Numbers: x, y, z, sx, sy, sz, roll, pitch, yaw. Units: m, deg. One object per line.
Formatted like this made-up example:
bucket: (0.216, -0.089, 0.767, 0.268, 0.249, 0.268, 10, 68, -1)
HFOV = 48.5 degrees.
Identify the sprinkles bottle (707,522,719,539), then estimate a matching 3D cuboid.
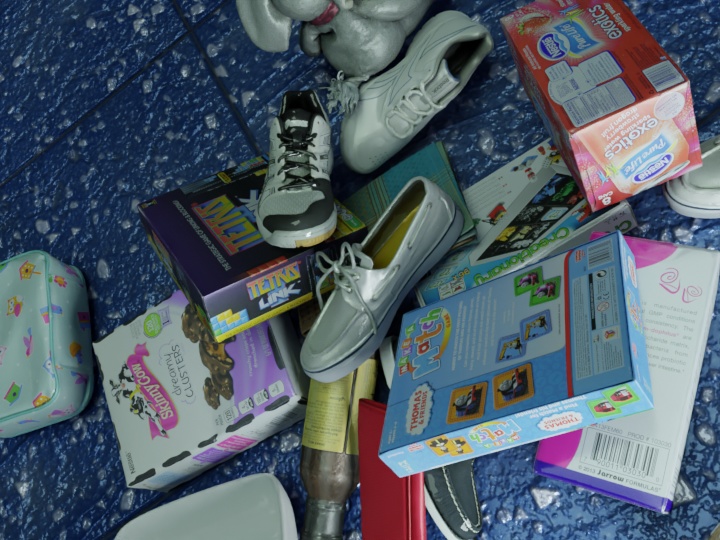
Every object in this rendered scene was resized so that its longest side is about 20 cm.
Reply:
sprinkles bottle: (0.321, 0.181, 0.594, 0.068, 0.068, 0.200, 40, 92, 28)

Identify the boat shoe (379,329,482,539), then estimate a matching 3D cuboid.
boat shoe: (0.073, 0.138, 0.711, 0.060, 0.076, 0.201, -28, 65, 19)

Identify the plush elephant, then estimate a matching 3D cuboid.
plush elephant: (-0.030, -0.276, 0.801, 0.164, 0.155, 0.201, -9, 47, 37)

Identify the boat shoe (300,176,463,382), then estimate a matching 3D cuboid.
boat shoe: (0.003, 0.001, 0.691, 0.202, 0.086, 0.075, -49, 43, 1)

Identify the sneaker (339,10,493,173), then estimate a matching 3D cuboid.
sneaker: (0.053, -0.180, 0.805, 0.200, 0.074, 0.087, -51, 25, 3)

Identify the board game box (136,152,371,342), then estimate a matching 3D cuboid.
board game box: (-0.108, -0.035, 0.780, 0.165, 0.057, 0.200, -24, 38, -20)

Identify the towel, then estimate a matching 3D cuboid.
towel: (0.015, -0.032, 0.788, 0.199, 0.022, 0.147, -32, 42, 19)

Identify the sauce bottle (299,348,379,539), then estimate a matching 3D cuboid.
sauce bottle: (-0.025, 0.159, 0.748, 0.064, 0.065, 0.202, 6, 82, 25)

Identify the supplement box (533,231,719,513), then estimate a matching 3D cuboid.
supplement box: (0.220, 0.083, 0.650, 0.101, 0.103, 0.201, 12, 80, 27)

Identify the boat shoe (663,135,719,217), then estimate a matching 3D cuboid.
boat shoe: (0.351, -0.103, 0.653, 0.201, 0.086, 0.075, -14, 68, 18)

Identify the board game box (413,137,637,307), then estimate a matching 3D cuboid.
board game box: (0.135, -0.037, 0.739, 0.199, 0.035, 0.127, -31, 42, 11)

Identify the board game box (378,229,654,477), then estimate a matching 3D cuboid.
board game box: (0.112, 0.063, 0.604, 0.199, 0.037, 0.152, -23, 33, 29)

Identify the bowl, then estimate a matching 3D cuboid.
bowl: (-0.139, 0.300, 0.717, 0.199, 0.075, 0.201, -23, 34, 12)

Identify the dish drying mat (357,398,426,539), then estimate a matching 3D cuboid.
dish drying mat: (0.026, 0.215, 0.686, 0.077, 0.018, 0.202, 5, 100, 50)

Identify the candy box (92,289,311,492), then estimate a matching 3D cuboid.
candy box: (-0.161, 0.107, 0.821, 0.199, 0.072, 0.169, -30, 64, 11)

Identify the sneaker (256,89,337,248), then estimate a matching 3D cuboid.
sneaker: (-0.062, -0.100, 0.736, 0.075, 0.088, 0.201, -5, 36, -1)

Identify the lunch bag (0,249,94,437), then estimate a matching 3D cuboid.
lunch bag: (-0.395, 0.084, 0.927, 0.160, 0.077, 0.201, -22, 66, 17)

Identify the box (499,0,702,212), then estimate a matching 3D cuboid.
box: (0.205, -0.161, 0.700, 0.099, 0.096, 0.201, -23, 43, 10)
